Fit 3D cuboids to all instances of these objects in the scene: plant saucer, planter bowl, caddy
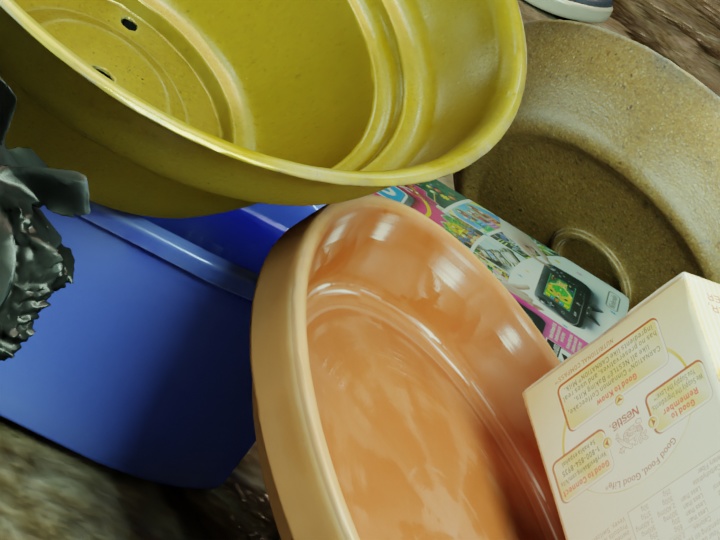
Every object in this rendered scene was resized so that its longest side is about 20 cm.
[{"bbox_3d":[0.030,0.074,0.697,0.200,0.032,0.201,47,28,-33],"label":"plant saucer"},{"bbox_3d":[-0.058,-0.077,0.694,0.200,0.083,0.201,23,41,-22],"label":"planter bowl"},{"bbox_3d":[0.104,-0.008,1.018,0.200,0.200,0.035,38,59,21],"label":"plant saucer"},{"bbox_3d":[-0.087,-0.023,0.767,0.200,0.105,0.141,27,16,-14],"label":"caddy"}]

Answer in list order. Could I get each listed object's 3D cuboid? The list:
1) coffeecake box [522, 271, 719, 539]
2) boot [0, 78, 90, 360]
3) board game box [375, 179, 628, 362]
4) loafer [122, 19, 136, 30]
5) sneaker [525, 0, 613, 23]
[{"bbox_3d":[0.146,0.116,0.711,0.153,0.073,0.201,18,45,-40],"label":"coffeecake box"},{"bbox_3d":[-0.178,-0.018,0.583,0.163,0.198,0.073,59,0,-16],"label":"boot"},{"bbox_3d":[0.000,0.000,0.937,0.200,0.064,0.148,31,15,1],"label":"board game box"},{"bbox_3d":[-0.099,-0.120,1.103,0.072,0.073,0.200,19,21,-48],"label":"loafer"},{"bbox_3d":[0.119,-0.267,1.896,0.200,0.085,0.075,32,16,0],"label":"sneaker"}]
